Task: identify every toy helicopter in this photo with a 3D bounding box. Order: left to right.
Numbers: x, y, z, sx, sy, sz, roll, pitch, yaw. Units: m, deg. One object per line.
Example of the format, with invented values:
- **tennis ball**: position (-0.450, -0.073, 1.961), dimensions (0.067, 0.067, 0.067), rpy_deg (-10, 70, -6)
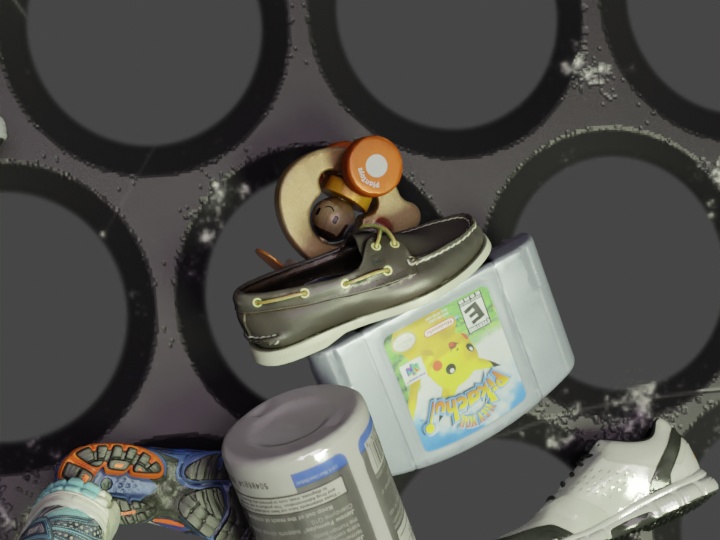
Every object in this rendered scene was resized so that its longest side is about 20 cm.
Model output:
- **toy helicopter**: position (0.000, 0.000, 1.382), dimensions (0.132, 0.079, 0.201), rpy_deg (-36, 103, -18)

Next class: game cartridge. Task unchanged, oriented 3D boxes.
- **game cartridge**: position (0.068, 0.073, 1.373), dimensions (0.199, 0.040, 0.134), rpy_deg (-28, 116, -13)

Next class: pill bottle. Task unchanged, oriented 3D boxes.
- **pill bottle**: position (-0.019, 0.196, 1.308), dimensions (0.113, 0.114, 0.201), rpy_deg (-24, 112, -12)

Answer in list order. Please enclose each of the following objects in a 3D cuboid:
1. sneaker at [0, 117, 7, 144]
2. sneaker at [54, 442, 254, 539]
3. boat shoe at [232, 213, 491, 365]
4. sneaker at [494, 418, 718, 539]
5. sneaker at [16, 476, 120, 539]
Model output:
- **sneaker**: position (-0.351, -0.046, 1.323), dimensions (0.199, 0.075, 0.115), rpy_deg (-17, 88, -6)
- **sneaker**: position (-0.140, 0.162, 1.339), dimensions (0.199, 0.078, 0.076), rpy_deg (17, 85, -26)
- **boat shoe**: position (0.002, 0.002, 1.317), dimensions (0.200, 0.072, 0.061), rpy_deg (-26, 116, -10)
- **sneaker**: position (0.181, 0.184, 1.403), dimensions (0.199, 0.074, 0.080), rpy_deg (-22, 74, -16)
- **sneaker**: position (-0.240, 0.239, 1.262), dimensions (0.077, 0.086, 0.201), rpy_deg (24, 123, -4)
